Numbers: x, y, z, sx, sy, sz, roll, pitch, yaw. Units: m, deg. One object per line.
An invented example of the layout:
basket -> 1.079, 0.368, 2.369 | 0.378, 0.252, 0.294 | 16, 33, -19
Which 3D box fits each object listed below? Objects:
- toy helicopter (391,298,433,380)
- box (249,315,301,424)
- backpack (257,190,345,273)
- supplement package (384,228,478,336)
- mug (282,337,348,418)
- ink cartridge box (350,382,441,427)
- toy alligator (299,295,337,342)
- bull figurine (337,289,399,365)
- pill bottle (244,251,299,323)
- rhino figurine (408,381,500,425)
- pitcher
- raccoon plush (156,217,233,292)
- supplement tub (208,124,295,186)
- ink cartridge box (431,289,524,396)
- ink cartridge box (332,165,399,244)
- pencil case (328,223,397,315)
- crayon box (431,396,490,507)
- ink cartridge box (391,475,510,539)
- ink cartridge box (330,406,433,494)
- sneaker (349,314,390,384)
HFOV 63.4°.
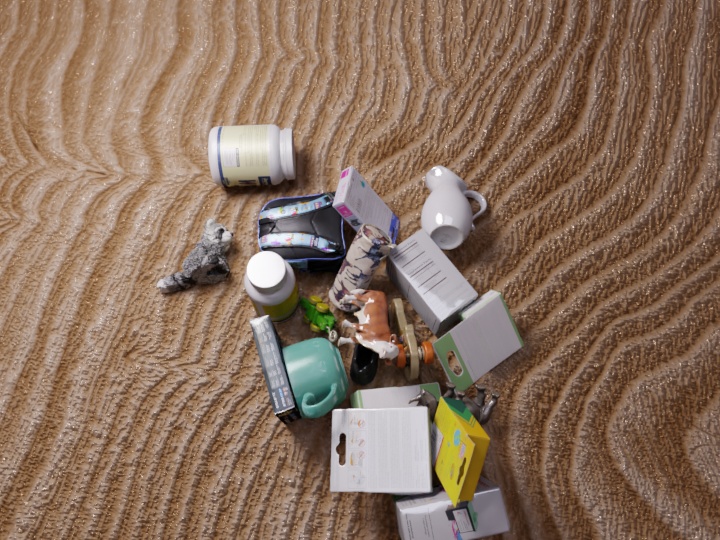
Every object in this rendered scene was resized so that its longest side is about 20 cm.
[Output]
toy helicopter -> 0.099, 0.153, 1.294 | 0.078, 0.133, 0.201 | -6, 50, -7
box -> -0.177, 0.213, 1.233 | 0.046, 0.159, 0.202 | -17, 70, -7
backpack -> -0.136, -0.081, 1.364 | 0.197, 0.135, 0.185 | -4, 68, -3
supplement package -> 0.157, 0.027, 1.338 | 0.109, 0.114, 0.201 | -34, 72, -13
mug -> -0.085, 0.233, 1.226 | 0.113, 0.153, 0.186 | -17, 58, -7
ink cartridge box -> 0.086, 0.324, 1.249 | 0.198, 0.048, 0.147 | -1, 67, -24
toy alligator -> -0.078, 0.109, 1.302 | 0.054, 0.200, 0.060 | 9, 107, -32
bull figurine -> 0.017, 0.115, 1.230 | 0.120, 0.066, 0.201 | 10, 38, -10
pill bottle -> -0.195, 0.036, 1.281 | 0.110, 0.200, 0.113 | 0, 68, -1
rhino figurine -> 0.193, 0.286, 1.229 | 0.198, 0.060, 0.088 | 7, 106, -18
pitcher -> 0.230, -0.141, 1.402 | 0.170, 0.122, 0.201 | 18, 47, -10
raccoon plush -> -0.391, -0.042, 1.372 | 0.198, 0.097, 0.135 | -12, 61, -6
supplement tub -> -0.263, -0.283, 1.437 | 0.197, 0.145, 0.147 | -2, 68, -2
ink cartridge box -> 0.252, 0.158, 1.284 | 0.199, 0.048, 0.147 | -32, 109, -13
ink cartridge box -> 0.017, -0.135, 1.377 | 0.042, 0.200, 0.120 | -21, 41, 35
pencil case -> 0.000, 0.000, 1.314 | 0.089, 0.077, 0.201 | 39, 117, 24
crayon box -> 0.185, 0.341, 1.106 | 0.050, 0.200, 0.128 | 13, 100, -11
ink cartridge box -> 0.171, 0.471, 1.139 | 0.198, 0.145, 0.085 | -10, 80, -5
ink cartridge box -> 0.042, 0.359, 1.161 | 0.197, 0.050, 0.164 | -5, 68, 12
sneaker -> 0.025, 0.150, 1.300 | 0.075, 0.091, 0.202 | 9, 67, 4
